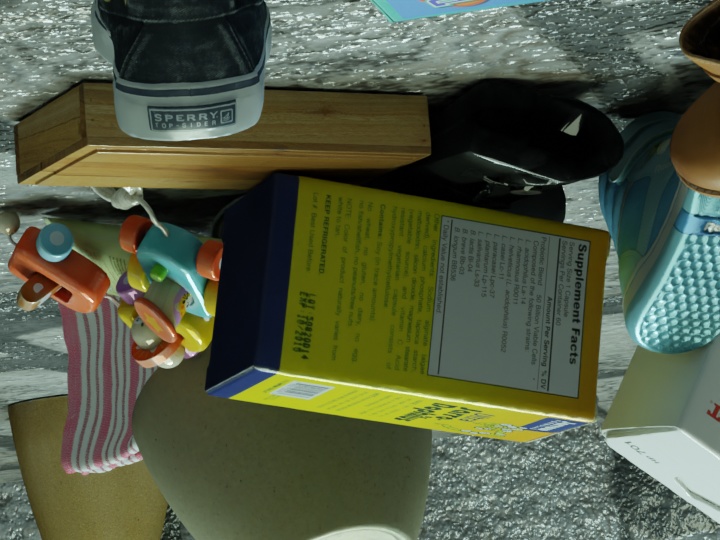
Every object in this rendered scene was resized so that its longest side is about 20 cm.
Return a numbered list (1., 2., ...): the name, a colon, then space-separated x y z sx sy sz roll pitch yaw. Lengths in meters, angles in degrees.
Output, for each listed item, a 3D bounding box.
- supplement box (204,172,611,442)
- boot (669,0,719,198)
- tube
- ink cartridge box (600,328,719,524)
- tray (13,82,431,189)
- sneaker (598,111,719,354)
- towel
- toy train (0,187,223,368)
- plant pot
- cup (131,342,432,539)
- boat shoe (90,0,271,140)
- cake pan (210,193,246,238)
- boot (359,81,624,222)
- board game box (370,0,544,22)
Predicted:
1. supplement box: 0.026 0.024 1.405 0.199 0.110 0.109 10 167 -16
2. boot: 0.197 -0.088 1.209 0.199 0.077 0.155 -14 168 40
3. tube: -0.107 0.000 1.582 0.199 0.058 0.052 8 -164 32
4. ink cartridge box: 0.251 0.045 1.490 0.146 0.201 0.086 34 159 -22
5. tray: -0.073 -0.068 1.341 0.199 0.037 0.098 -1 171 -29
6. sneaker: 0.189 -0.066 1.398 0.079 0.131 0.201 12 129 -24
7. towel: -0.170 0.063 1.781 0.030 0.148 0.200 3 169 -27
8. toy train: -0.151 0.008 1.523 0.150 0.056 0.200 34 156 -9
9. plant pot: -0.278 0.240 2.714 0.185 0.202 0.186 -6 172 -1
10. cup: -0.034 0.134 1.631 0.199 0.144 0.201 -14 145 -10
11. boat shoe: -0.065 -0.117 0.939 0.070 0.092 0.200 -3 -162 -7
12. cake pan: 0.000 0.000 1.631 0.199 0.037 0.201 4 156 2
13. boot: 0.089 -0.057 1.439 0.164 0.066 0.200 -2 167 -27
14. board game box: 0.088 -0.140 0.923 0.198 0.045 0.152 -7 172 12
